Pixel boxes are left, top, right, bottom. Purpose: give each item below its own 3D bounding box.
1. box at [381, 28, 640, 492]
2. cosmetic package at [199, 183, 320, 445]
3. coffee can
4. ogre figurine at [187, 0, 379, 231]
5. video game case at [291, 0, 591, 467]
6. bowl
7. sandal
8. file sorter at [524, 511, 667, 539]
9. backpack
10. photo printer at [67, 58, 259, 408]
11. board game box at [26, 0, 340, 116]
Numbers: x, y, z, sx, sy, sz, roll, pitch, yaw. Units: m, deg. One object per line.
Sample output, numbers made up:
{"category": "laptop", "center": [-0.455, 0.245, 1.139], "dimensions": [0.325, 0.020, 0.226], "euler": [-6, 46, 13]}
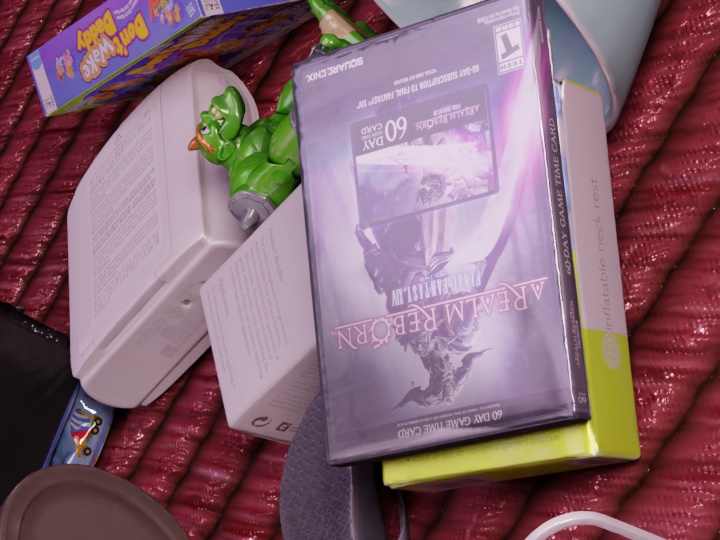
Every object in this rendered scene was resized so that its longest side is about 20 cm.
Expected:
{"category": "box", "center": [0.062, -0.002, 1.033], "dimensions": [0.121, 0.048, 0.202], "euler": [-13, 75, 35]}
{"category": "cosmetic package", "center": [0.000, 0.000, 1.183], "dimensions": [0.200, 0.074, 0.102], "euler": [-42, 48, 33]}
{"category": "coffee can", "center": [-0.200, 0.230, 1.273], "dimensions": [0.200, 0.146, 0.147], "euler": [-44, 36, 32]}
{"category": "ogre figurine", "center": [-0.032, -0.085, 1.263], "dimensions": [0.120, 0.098, 0.200], "euler": [-50, 29, 11]}
{"category": "video game case", "center": [0.034, -0.018, 1.017], "dimensions": [0.142, 0.019, 0.202], "euler": [-14, 75, 35]}
{"category": "bowl", "center": [0.082, -0.173, 1.098], "dimensions": [0.105, 0.201, 0.200], "euler": [-49, 27, -13]}
{"category": "sandal", "center": [0.000, 0.154, 1.124], "dimensions": [0.076, 0.043, 0.201], "euler": [-47, 44, 42]}
{"category": "file sorter", "center": [0.106, 0.211, 0.820], "dimensions": [0.139, 0.124, 0.201], "euler": [-49, 33, 25]}
{"category": "backpack", "center": [-0.276, 0.107, 1.496], "dimensions": [0.200, 0.134, 0.184], "euler": [12, 79, 63]}
{"category": "photo printer", "center": [-0.129, -0.032, 1.425], "dimensions": [0.166, 0.069, 0.201], "euler": [-46, 35, 30]}
{"category": "board game box", "center": [-0.113, -0.163, 1.430], "dimensions": [0.199, 0.134, 0.045], "euler": [-23, 85, 50]}
